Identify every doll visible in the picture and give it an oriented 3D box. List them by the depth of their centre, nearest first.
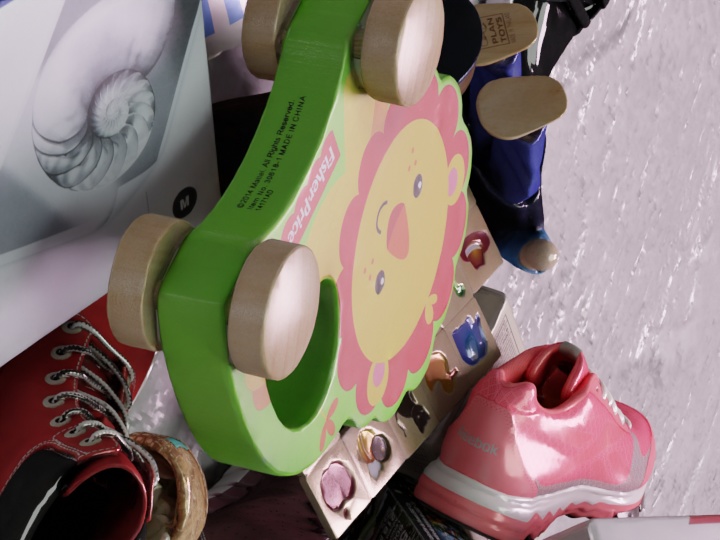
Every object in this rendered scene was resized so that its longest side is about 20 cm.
[{"bbox_3d":[0.066,-0.064,1.351,0.200,0.048,0.137,92,-20,-69],"label":"doll"}]

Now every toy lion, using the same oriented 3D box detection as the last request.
[{"bbox_3d":[-0.010,-0.006,1.028,0.192,0.068,0.200,73,34,-50],"label":"toy lion"}]

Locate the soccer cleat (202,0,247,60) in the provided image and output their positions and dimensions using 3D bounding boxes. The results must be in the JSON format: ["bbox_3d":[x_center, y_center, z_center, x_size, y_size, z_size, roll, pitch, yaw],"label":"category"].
[{"bbox_3d":[-0.068,-0.111,1.067,0.200,0.070,0.087,10,105,-61],"label":"soccer cleat"}]

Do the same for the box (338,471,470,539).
[{"bbox_3d":[-0.008,0.205,1.291,0.201,0.038,0.137,-65,-164,7],"label":"box"}]

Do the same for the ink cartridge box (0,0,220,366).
[{"bbox_3d":[-0.134,-0.055,0.916,0.199,0.041,0.201,-37,139,-31],"label":"ink cartridge box"}]

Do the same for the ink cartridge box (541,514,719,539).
[{"bbox_3d":[0.106,0.187,1.347,0.146,0.200,0.083,2,68,-39],"label":"ink cartridge box"}]

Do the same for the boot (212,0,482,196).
[{"bbox_3d":[-0.031,-0.035,1.155,0.200,0.075,0.097,-35,163,-18],"label":"boot"}]

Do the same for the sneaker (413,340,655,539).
[{"bbox_3d":[0.103,0.076,1.337,0.200,0.074,0.087,-11,124,-61],"label":"sneaker"}]

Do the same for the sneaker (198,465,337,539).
[{"bbox_3d":[-0.023,0.135,1.252,0.200,0.115,0.076,-31,132,-57],"label":"sneaker"}]

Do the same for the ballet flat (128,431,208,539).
[{"bbox_3d":[-0.131,0.138,1.046,0.200,0.070,0.065,-55,172,-20],"label":"ballet flat"}]

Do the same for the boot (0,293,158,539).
[{"bbox_3d":[-0.095,0.046,0.993,0.072,0.144,0.200,39,63,-23],"label":"boot"}]

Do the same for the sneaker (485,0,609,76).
[{"bbox_3d":[0.143,-0.179,1.421,0.073,0.112,0.201,37,71,-64],"label":"sneaker"}]

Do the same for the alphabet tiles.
[{"bbox_3d":[0.000,0.000,1.252,0.200,0.008,0.168,-44,114,-48],"label":"alphabet tiles"}]

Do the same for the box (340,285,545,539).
[{"bbox_3d":[0.044,0.089,1.417,0.095,0.077,0.200,-61,154,-24],"label":"box"}]
